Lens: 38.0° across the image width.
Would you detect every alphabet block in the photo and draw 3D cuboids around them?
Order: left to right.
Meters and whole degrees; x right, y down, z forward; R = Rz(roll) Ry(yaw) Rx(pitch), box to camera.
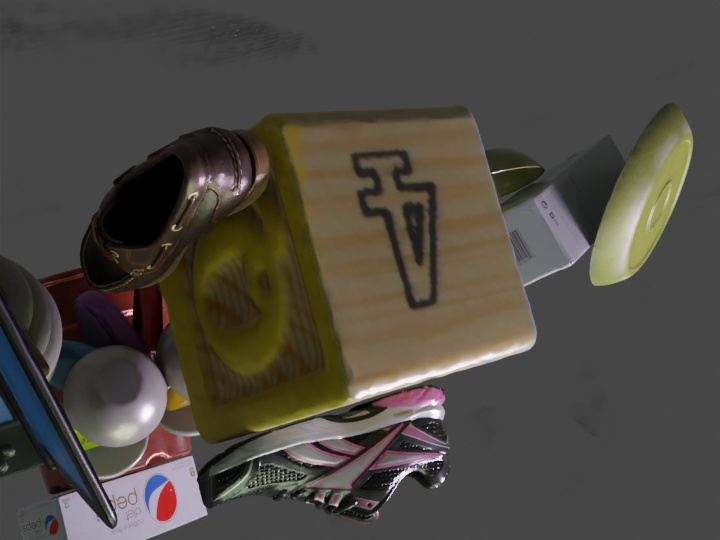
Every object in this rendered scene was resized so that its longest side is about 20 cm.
[{"bbox_3d":[-0.018,0.001,0.786,0.199,0.198,0.195,-10,170,-41],"label":"alphabet block"}]

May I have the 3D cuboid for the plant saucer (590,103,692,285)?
[{"bbox_3d":[0.297,-0.072,1.081,0.031,0.202,0.199,25,-167,24],"label":"plant saucer"}]

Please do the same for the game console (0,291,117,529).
[{"bbox_3d":[-0.257,0.074,0.641,0.174,0.202,0.117,-16,-153,4],"label":"game console"}]

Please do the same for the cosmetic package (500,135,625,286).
[{"bbox_3d":[0.204,-0.058,1.103,0.112,0.082,0.200,-30,-177,45],"label":"cosmetic package"}]

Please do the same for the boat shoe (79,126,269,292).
[{"bbox_3d":[-0.144,-0.037,0.699,0.070,0.071,0.200,-20,169,-46],"label":"boat shoe"}]

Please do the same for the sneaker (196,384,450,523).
[{"bbox_3d":[-0.018,0.148,0.771,0.198,0.087,0.080,-14,172,-13],"label":"sneaker"}]

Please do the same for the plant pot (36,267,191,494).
[{"bbox_3d":[-0.266,0.111,1.060,0.199,0.197,0.201,-17,174,-2],"label":"plant pot"}]

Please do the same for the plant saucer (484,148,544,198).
[{"bbox_3d":[0.089,-0.084,1.070,0.198,0.031,0.200,-17,173,-2],"label":"plant saucer"}]

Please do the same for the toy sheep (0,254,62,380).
[{"bbox_3d":[-0.290,0.055,0.795,0.137,0.139,0.200,-14,158,-21],"label":"toy sheep"}]

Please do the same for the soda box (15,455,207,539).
[{"bbox_3d":[-0.246,0.245,1.058,0.063,0.069,0.199,-20,173,30],"label":"soda box"}]

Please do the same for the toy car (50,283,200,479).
[{"bbox_3d":[-0.196,0.079,0.915,0.199,0.151,0.175,-24,166,-26],"label":"toy car"}]

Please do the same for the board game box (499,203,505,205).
[{"bbox_3d":[0.150,-0.051,1.459,0.152,0.041,0.199,-23,171,42],"label":"board game box"}]
